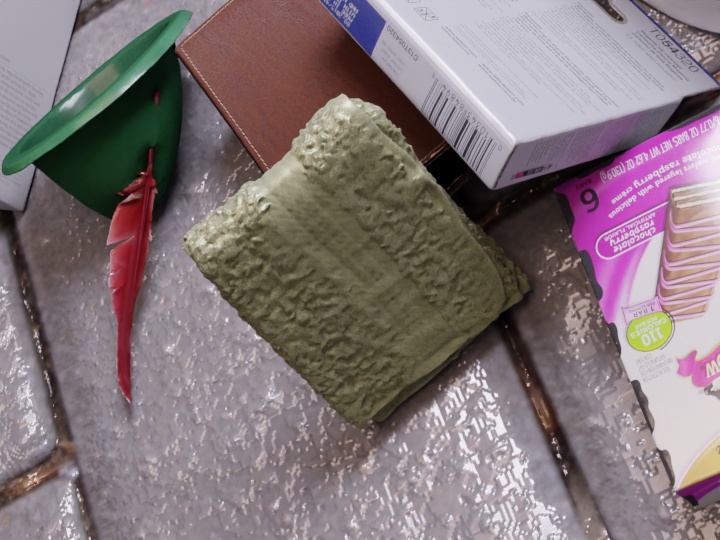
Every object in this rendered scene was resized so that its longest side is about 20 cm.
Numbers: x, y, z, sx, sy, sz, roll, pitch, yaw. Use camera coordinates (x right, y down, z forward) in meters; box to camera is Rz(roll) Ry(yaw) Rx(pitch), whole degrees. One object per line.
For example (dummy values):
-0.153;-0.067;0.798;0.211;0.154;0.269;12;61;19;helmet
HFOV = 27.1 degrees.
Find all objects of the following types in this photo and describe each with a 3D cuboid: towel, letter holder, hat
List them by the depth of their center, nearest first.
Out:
0.000;0.000;0.894;0.148;0.200;0.037;-41;37;6;towel
-0.004;-0.109;0.986;0.142;0.100;0.201;-41;60;6;letter holder
-0.146;-0.057;1.079;0.199;0.176;0.166;-38;17;4;hat

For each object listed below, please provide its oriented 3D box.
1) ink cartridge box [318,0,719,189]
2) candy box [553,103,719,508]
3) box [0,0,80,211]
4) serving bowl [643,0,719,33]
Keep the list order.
0.091;-0.144;0.914;0.197;0.199;0.044;50;133;25;ink cartridge box
0.209;0.015;0.856;0.135;0.061;0.202;-27;63;16;candy box
-0.309;-0.159;1.158;0.123;0.097;0.202;5;75;28;box
0.181;-0.233;0.880;0.066;0.200;0.200;-47;58;-6;serving bowl
